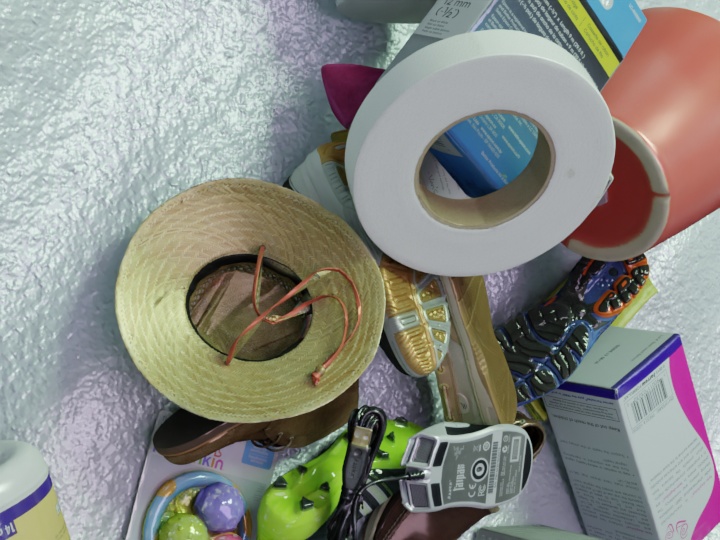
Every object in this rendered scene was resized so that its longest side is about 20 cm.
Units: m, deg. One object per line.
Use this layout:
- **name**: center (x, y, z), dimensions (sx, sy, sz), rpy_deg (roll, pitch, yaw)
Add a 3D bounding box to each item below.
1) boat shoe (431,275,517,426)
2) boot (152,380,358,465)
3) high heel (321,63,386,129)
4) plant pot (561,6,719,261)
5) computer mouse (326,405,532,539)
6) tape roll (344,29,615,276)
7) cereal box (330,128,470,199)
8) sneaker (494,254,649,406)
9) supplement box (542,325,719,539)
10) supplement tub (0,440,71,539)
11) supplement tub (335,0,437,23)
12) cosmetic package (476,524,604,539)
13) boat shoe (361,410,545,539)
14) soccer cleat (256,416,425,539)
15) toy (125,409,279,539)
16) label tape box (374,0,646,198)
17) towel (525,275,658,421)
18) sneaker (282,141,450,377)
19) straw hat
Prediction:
- **boat shoe**: center (0.073, 0.052, 1.091), dimensions (0.074, 0.069, 0.201), rpy_deg (-48, 124, -59)
- **boot**: center (-0.072, 0.117, 1.019), dimensions (0.200, 0.073, 0.076), rpy_deg (-24, 113, -39)
- **high heel**: center (0.059, -0.154, 1.084), dimensions (0.200, 0.067, 0.096), rpy_deg (-27, 81, -32)
- **plant pot**: center (0.241, -0.109, 1.138), dimensions (0.177, 0.200, 0.201), rpy_deg (-40, 111, -42)
- **computer mouse**: center (0.057, 0.160, 1.044), dimensions (0.199, 0.044, 0.110), rpy_deg (3, 95, -38)
- **tape roll**: center (0.089, -0.082, 0.957), dimensions (0.202, 0.037, 0.203), rpy_deg (-8, 131, -9)
- **cereal box**: center (0.079, -0.082, 1.143), dimensions (0.200, 0.039, 0.144), rpy_deg (-22, 101, -33)
- **sneaker**: center (0.183, 0.058, 1.176), dimensions (0.200, 0.078, 0.075), rpy_deg (-39, 73, -13)
- **supplement box**: center (0.256, 0.164, 1.212), dimensions (0.101, 0.103, 0.201), rpy_deg (-33, 112, -32)
- **supplement tub**: center (-0.251, 0.228, 0.851), dimensions (0.145, 0.145, 0.201), rpy_deg (-22, 101, -32)
- **supplement tub**: center (0.041, -0.313, 1.059), dimensions (0.140, 0.140, 0.201), rpy_deg (1, 89, -34)
- **cosmetic package**: center (0.193, 0.287, 1.120), dimensions (0.090, 0.200, 0.107), rpy_deg (6, 86, -34)
- **boat shoe**: center (0.084, 0.190, 1.122), dimensions (0.202, 0.075, 0.075), rpy_deg (-44, 113, -26)
- **soccer cleat**: center (-0.013, 0.180, 1.069), dimensions (0.200, 0.067, 0.081), rpy_deg (-20, 139, -45)
- **toy**: center (-0.123, 0.220, 0.997), dimensions (0.115, 0.047, 0.201), rpy_deg (22, 78, -34)
- **label tape box**: center (0.122, -0.171, 1.018), dimensions (0.200, 0.066, 0.143), rpy_deg (-55, 129, -12)
- **towel**: center (0.211, 0.049, 1.245), dimensions (0.200, 0.018, 0.086), rpy_deg (-43, 113, -27)
- **sneaker**: center (0.000, 0.000, 1.037), dimensions (0.076, 0.088, 0.201), rpy_deg (-9, 71, -53)
- **straw hat**: center (-0.086, 0.034, 0.994), dimensions (0.200, 0.085, 0.202), rpy_deg (2, 73, -8)
